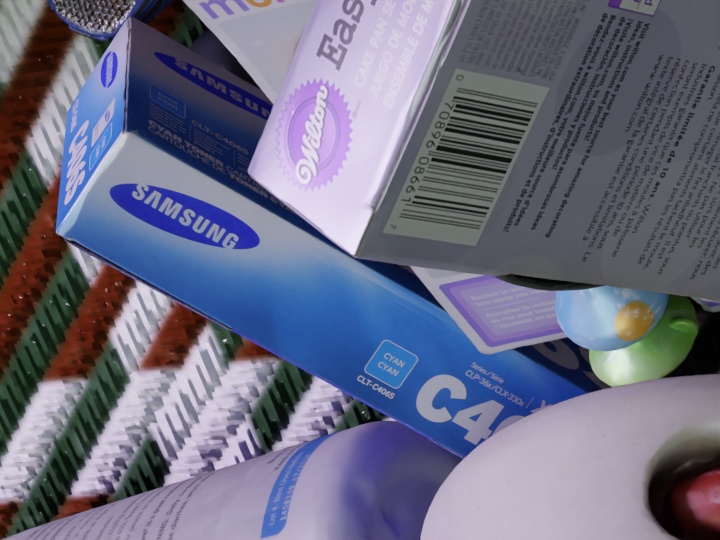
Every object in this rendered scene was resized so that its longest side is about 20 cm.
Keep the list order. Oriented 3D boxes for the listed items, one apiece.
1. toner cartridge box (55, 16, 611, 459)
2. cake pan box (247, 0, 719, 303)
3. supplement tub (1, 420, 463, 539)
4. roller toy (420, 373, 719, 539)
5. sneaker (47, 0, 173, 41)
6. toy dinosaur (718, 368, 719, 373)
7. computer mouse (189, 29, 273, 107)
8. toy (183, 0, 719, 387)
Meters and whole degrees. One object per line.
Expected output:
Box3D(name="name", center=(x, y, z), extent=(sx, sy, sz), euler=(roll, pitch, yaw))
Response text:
Box3D(name="toner cartridge box", center=(0.000, 0.000, 0.951), extent=(0.199, 0.095, 0.043), euler=(29, 110, -17))
Box3D(name="cake pan box", center=(0.082, -0.084, 0.717), extent=(0.052, 0.184, 0.201), euler=(38, 113, 43))
Box3D(name="supplement tub", center=(-0.049, 0.139, 1.078), extent=(0.199, 0.132, 0.132), euler=(-18, 115, 33))
Box3D(name="roller toy", center=(0.107, 0.127, 0.883), extent=(0.182, 0.140, 0.200), euler=(-22, 142, 32))
Box3D(name="sneaker", center=(-0.082, -0.156, 0.919), extent=(0.075, 0.079, 0.201), euler=(15, 127, 13))
Box3D(name="toy dinosaur", center=(0.177, 0.044, 0.961), extent=(0.200, 0.102, 0.136), euler=(-33, 123, 13))
Box3D(name="computer mouse", center=(0.006, -0.002, 1.018), extent=(0.059, 0.034, 0.200), euler=(-29, 109, 34))
Box3D(name="toy", center=(0.037, -0.025, 0.809), extent=(0.115, 0.047, 0.200), euler=(-12, 144, 28))
